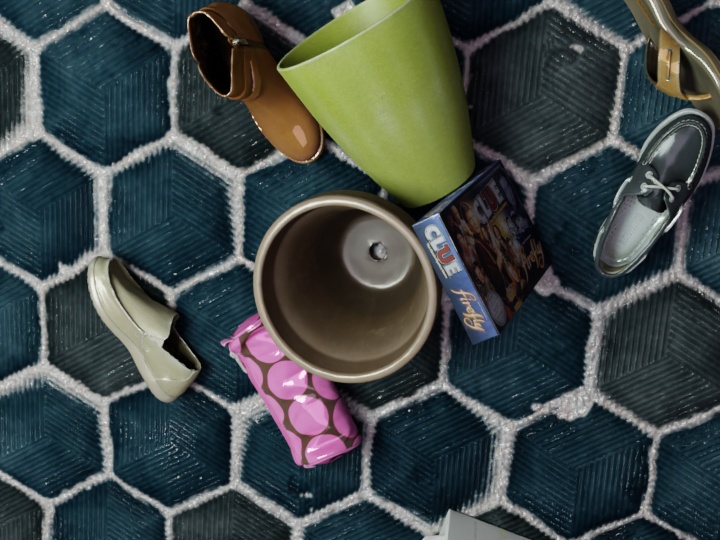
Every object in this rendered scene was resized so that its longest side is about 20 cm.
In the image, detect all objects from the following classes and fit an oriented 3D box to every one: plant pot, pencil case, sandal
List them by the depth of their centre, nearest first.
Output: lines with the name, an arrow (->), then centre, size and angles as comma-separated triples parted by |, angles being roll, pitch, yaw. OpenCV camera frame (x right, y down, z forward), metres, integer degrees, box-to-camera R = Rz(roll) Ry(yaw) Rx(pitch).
sandal -> 0.320, -0.225, 1.032 | 0.054, 0.080, 0.201 | -36, 89, -2
plant pot -> 0.040, -0.177, 1.054 | 0.185, 0.188, 0.202 | -26, 111, 14
plant pot -> 0.000, 0.000, 1.084 | 0.197, 0.175, 0.204 | 4, 106, 12
pencil case -> -0.081, 0.142, 1.181 | 0.093, 0.091, 0.202 | -32, 95, -21

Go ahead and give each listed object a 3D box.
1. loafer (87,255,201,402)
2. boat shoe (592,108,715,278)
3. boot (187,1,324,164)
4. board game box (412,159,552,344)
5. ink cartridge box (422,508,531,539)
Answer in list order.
loafer -> -0.259, 0.063, 1.201 | 0.068, 0.076, 0.202 | -26, 107, 12
boat shoe -> 0.312, -0.076, 1.051 | 0.075, 0.060, 0.202 | 25, 123, 9
boot -> -0.112, -0.200, 1.070 | 0.076, 0.155, 0.202 | -22, 99, 13
board game box -> 0.135, -0.026, 1.047 | 0.034, 0.200, 0.137 | -24, 100, 33
ink cartridge box -> 0.150, 0.390, 1.179 | 0.197, 0.125, 0.130 | 21, 105, 4
